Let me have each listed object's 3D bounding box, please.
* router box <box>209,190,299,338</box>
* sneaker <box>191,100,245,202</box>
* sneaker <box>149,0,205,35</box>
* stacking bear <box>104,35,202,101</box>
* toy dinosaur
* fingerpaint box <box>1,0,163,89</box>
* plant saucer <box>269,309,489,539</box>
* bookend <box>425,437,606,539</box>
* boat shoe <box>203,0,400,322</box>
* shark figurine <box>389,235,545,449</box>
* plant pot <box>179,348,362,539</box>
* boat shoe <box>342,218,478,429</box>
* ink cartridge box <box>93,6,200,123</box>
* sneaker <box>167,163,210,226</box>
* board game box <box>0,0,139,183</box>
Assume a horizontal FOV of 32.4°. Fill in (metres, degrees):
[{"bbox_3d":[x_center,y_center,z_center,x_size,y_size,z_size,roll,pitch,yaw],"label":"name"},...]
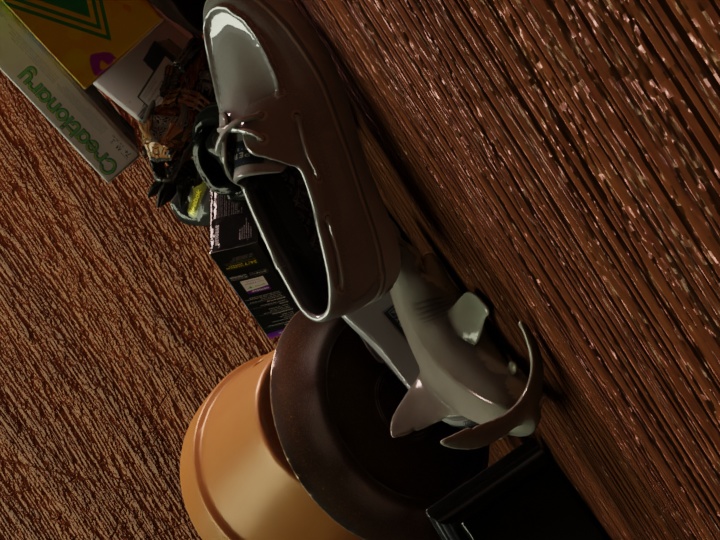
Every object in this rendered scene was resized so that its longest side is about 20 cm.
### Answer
[{"bbox_3d":[-0.093,-0.059,1.179,0.149,0.051,0.201,62,-160,-51],"label":"router box"},{"bbox_3d":[-0.068,-0.093,0.831,0.071,0.098,0.200,56,179,-10],"label":"sneaker"},{"bbox_3d":[-0.170,-0.257,0.898,0.200,0.073,0.085,58,165,-26],"label":"sneaker"},{"bbox_3d":[-0.214,-0.271,1.171,0.200,0.113,0.122,90,163,-63],"label":"stacking bear"},{"bbox_3d":[-0.107,-0.118,0.931,0.102,0.200,0.136,19,131,30],"label":"toy dinosaur"},{"bbox_3d":[-0.223,-0.221,0.836,0.167,0.073,0.200,49,179,-23],"label":"fingerpaint box"},{"bbox_3d":[0.025,0.102,0.908,0.032,0.200,0.201,-33,89,44],"label":"plant saucer"},{"bbox_3d":[0.151,0.250,0.869,0.200,0.092,0.199,54,175,29],"label":"bookend"},{"bbox_3d":[-0.046,-0.065,0.697,0.072,0.068,0.201,-11,104,41],"label":"boat shoe"},{"bbox_3d":[0.055,0.071,0.709,0.128,0.089,0.215,58,178,-26],"label":"shark figurine"},{"bbox_3d":[-0.034,0.139,0.983,0.200,0.200,0.140,56,150,16],"label":"plant pot"},{"bbox_3d":[0.027,0.029,0.883,0.200,0.072,0.068,50,174,17],"label":"boat shoe"},{"bbox_3d":[-0.182,-0.182,1.058,0.200,0.084,0.146,39,-174,-27],"label":"ink cartridge box"},{"bbox_3d":[-0.159,-0.138,1.262,0.074,0.084,0.201,46,-141,-67],"label":"sneaker"},{"bbox_3d":[-0.240,-0.156,0.897,0.200,0.035,0.126,48,180,-18],"label":"board game box"}]
